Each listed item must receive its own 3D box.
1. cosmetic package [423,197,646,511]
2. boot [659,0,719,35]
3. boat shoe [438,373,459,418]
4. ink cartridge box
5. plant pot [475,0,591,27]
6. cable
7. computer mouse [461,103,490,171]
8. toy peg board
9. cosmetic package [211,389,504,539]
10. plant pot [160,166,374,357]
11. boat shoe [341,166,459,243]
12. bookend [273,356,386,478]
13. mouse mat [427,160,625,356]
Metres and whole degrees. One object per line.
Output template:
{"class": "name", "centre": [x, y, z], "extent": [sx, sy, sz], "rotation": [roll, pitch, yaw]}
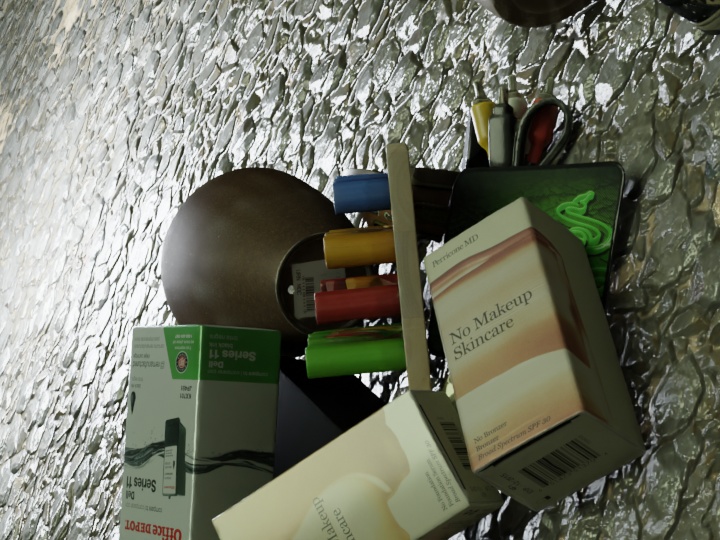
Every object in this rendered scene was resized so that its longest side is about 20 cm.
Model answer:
{"class": "cosmetic package", "centre": [0.124, 0.060, 1.402], "extent": [0.103, 0.087, 0.200], "rotation": [-34, 46, 23]}
{"class": "boot", "centre": [0.251, -0.282, 1.376], "extent": [0.204, 0.154, 0.074], "rotation": [-59, 27, 22]}
{"class": "boat shoe", "centre": [0.075, 0.155, 1.497], "extent": [0.066, 0.074, 0.200], "rotation": [32, 105, 33]}
{"class": "ink cartridge box", "centre": [-0.141, 0.149, 1.668], "extent": [0.147, 0.083, 0.200], "rotation": [-5, 81, 58]}
{"class": "plant pot", "centre": [0.128, -0.304, 1.630], "extent": [0.200, 0.200, 0.174], "rotation": [-53, 46, 31]}
{"class": "cable", "centre": [0.134, -0.069, 1.599], "extent": [0.097, 0.050, 0.200], "rotation": [0, 85, 25]}
{"class": "computer mouse", "centre": [0.101, -0.052, 1.651], "extent": [0.059, 0.034, 0.200], "rotation": [102, 176, -79]}
{"class": "toy peg board", "centre": [0.000, 0.000, 1.565], "extent": [0.200, 0.098, 0.200], "rotation": [-85, -11, -86]}
{"class": "cosmetic package", "centre": [-0.003, 0.184, 1.458], "extent": [0.200, 0.071, 0.105], "rotation": [-36, 70, 19]}
{"class": "plant pot", "centre": [-0.066, 0.004, 1.741], "extent": [0.200, 0.187, 0.187], "rotation": [16, 86, 68]}
{"class": "boat shoe", "centre": [0.027, -0.057, 1.749], "extent": [0.200, 0.072, 0.068], "rotation": [-178, 93, -72]}
{"class": "bookend", "centre": [-0.039, 0.204, 1.664], "extent": [0.200, 0.092, 0.199], "rotation": [38, 112, 58]}
{"class": "mouse mat", "centre": [0.128, -0.006, 1.526], "extent": [0.200, 0.008, 0.161], "rotation": [1, 78, 51]}
